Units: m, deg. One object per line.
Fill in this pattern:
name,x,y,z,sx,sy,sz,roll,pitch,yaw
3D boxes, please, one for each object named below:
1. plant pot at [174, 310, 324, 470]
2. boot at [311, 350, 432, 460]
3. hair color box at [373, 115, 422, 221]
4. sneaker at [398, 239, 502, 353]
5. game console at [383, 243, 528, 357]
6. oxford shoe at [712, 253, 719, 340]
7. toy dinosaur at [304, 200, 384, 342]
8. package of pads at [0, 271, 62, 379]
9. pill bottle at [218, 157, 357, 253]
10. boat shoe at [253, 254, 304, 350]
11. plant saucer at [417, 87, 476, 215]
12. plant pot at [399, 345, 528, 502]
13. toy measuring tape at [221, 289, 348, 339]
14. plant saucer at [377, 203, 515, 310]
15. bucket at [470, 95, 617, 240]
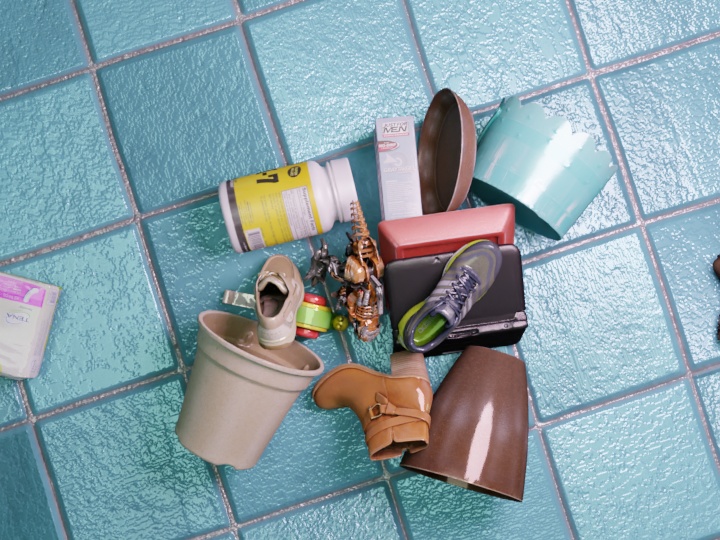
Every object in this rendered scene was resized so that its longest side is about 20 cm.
plant pot,-0.181,0.185,1.578,0.200,0.200,0.184,24,98,1
boot,0.013,0.211,1.570,0.200,0.074,0.155,-23,49,25
hair color box,0.059,-0.127,1.625,0.061,0.099,0.200,-6,88,-1
sneaker,0.131,0.044,1.496,0.074,0.081,0.200,36,98,-9
game console,0.141,0.051,1.594,0.200,0.176,0.116,-8,73,0
oxford shoe,0.581,0.070,1.634,0.084,0.073,0.200,-24,88,1
toy dinosaur,0.000,0.000,1.580,0.102,0.136,0.200,12,97,-34
package of pads,-0.575,0.075,1.629,0.200,0.068,0.155,14,87,1
pill bottle,-0.106,-0.102,1.616,0.200,0.114,0.114,-14,88,-1
boat shoe,-0.124,0.031,1.577,0.072,0.200,0.065,-4,127,4
plant saucer,0.129,-0.169,1.583,0.034,0.200,0.200,3,88,-14
plant pot,0.174,0.220,1.584,0.187,0.187,0.200,16,78,0
toy measuring tape,-0.115,0.060,1.631,0.200,0.074,0.074,14,88,0
plant saucer,0.132,-0.005,1.583,0.200,0.200,0.037,-7,47,0
bucket,0.258,-0.147,1.580,0.207,0.207,0.135,34,88,1
